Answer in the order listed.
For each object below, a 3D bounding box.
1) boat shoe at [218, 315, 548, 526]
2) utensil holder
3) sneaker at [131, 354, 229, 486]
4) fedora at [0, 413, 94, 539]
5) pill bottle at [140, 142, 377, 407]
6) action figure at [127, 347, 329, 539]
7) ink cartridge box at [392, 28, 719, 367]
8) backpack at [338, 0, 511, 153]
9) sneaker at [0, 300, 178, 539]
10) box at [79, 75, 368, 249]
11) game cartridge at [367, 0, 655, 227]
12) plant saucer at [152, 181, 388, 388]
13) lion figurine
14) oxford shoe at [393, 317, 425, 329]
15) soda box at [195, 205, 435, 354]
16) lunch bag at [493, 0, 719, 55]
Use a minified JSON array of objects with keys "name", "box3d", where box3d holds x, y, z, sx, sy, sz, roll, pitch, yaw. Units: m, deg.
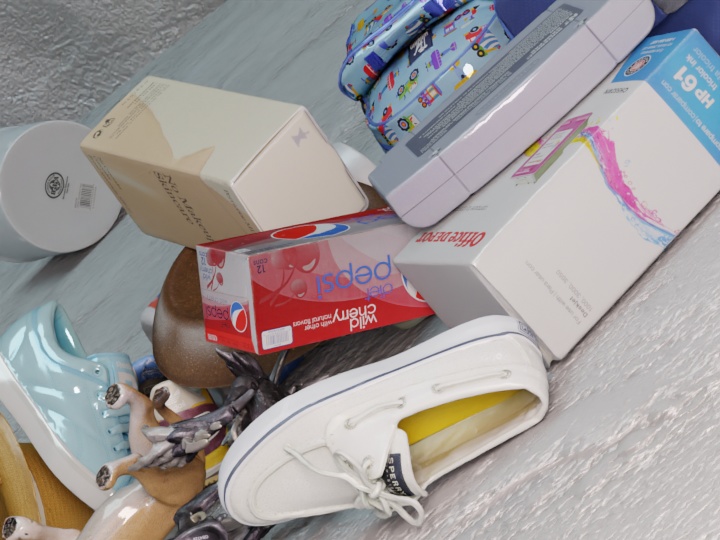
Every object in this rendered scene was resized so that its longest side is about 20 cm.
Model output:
[{"name":"boat shoe","box3d":[0.016,0.104,1.373,0.201,0.075,0.086,-24,38,6]},{"name":"utensil holder","box3d":[-0.390,-0.097,3.006,0.170,0.170,0.200,-47,15,-17]},{"name":"sneaker","box3d":[-0.139,0.097,1.784,0.075,0.091,0.200,-23,13,-14]},{"name":"fedora","box3d":[-0.236,0.185,1.734,0.081,0.202,0.200,-8,-8,-32]},{"name":"pill bottle","box3d":[-0.058,0.003,1.830,0.200,0.112,0.112,-46,13,-14]},{"name":"action figure","box3d":[-0.081,0.129,1.500,0.102,0.119,0.200,-24,27,31]},{"name":"ink cartridge box","box3d":[0.131,-0.043,1.477,0.200,0.085,0.144,-47,13,-13]},{"name":"backpack","box3d":[0.073,-0.150,1.884,0.182,0.135,0.200,-38,17,22]},{"name":"sneaker","box3d":[-0.179,0.099,1.685,0.082,0.200,0.074,-47,-22,8]},{"name":"box","box3d":[-0.095,-0.067,1.694,0.078,0.095,0.200,-47,31,-20]},{"name":"game cartridge","box3d":[0.092,-0.105,1.526,0.200,0.042,0.133,-42,16,2]},{"name":"plant saucer","box3d":[-0.066,-0.003,1.702,0.200,0.037,0.201,-24,32,16]},{"name":"lion figurine","box3d":[-0.149,0.160,1.573,0.200,0.122,0.073,-46,46,17]},{"name":"oxford shoe","box3d":[0.074,-0.045,1.715,0.200,0.058,0.075,-47,12,-22]},{"name":"soda box","box3d":[0.000,0.000,1.545,0.199,0.064,0.070,-12,12,-31]},{"name":"lunch bag","box3d":[0.186,-0.196,1.679,0.200,0.136,0.132,-33,16,38]}]
